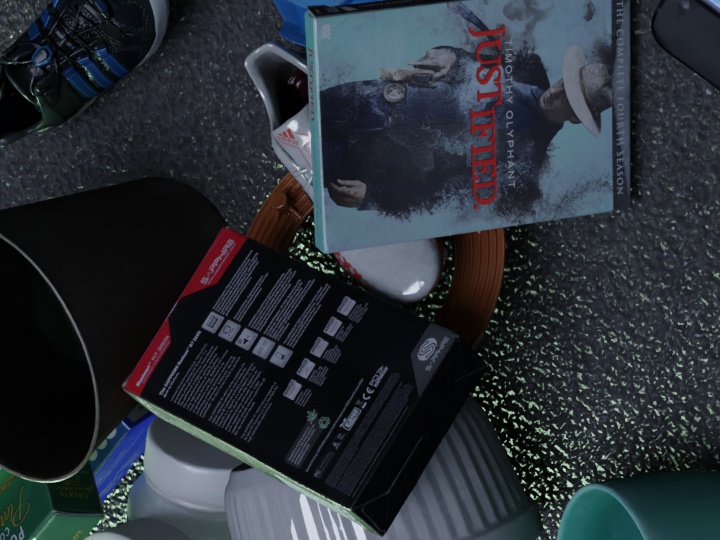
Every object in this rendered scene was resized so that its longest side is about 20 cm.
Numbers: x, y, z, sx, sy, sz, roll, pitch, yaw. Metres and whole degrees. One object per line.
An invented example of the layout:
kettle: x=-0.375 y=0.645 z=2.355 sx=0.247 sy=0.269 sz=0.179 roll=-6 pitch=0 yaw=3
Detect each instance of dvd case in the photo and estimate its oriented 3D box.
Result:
dvd case: x=0.066 y=-0.093 z=1.415 sx=0.022 sy=0.199 sz=0.146 roll=-140 pitch=45 yaw=-63

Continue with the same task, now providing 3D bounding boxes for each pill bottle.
pill bottle: x=-0.110 y=0.201 z=1.668 sx=0.113 sy=0.113 sz=0.201 roll=20 pitch=119 yaw=22

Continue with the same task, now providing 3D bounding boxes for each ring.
ring: x=0.000 y=0.000 z=1.509 sx=0.200 sy=0.019 sz=0.201 roll=-12 pitch=65 yaw=27

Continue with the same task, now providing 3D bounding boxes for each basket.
basket: x=-0.179 y=0.021 z=1.582 sx=0.136 sy=0.200 sz=0.181 roll=-25 pitch=94 yaw=35

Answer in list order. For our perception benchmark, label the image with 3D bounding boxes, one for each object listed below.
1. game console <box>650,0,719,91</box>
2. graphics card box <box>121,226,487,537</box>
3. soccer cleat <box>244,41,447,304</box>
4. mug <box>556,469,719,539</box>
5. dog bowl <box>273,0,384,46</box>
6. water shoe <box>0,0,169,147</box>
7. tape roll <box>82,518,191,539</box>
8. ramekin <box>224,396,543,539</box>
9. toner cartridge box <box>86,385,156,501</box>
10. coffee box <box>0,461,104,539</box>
game console: x=0.252 y=-0.148 z=1.311 sx=0.172 sy=0.119 sz=0.200 roll=38 pitch=123 yaw=12
graphics card box: x=-0.036 y=0.064 z=1.455 sx=0.200 sy=0.126 sz=0.051 roll=23 pitch=165 yaw=37
soccer cleat: x=-0.013 y=-0.061 z=1.476 sx=0.069 sy=0.085 sz=0.200 roll=-37 pitch=56 yaw=15
mug: x=0.207 y=0.209 z=1.453 sx=0.185 sy=0.114 sz=0.152 roll=-116 pitch=30 yaw=-42
dog bowl: x=-0.057 y=-0.218 z=1.506 sx=0.200 sy=0.050 sz=0.112 roll=28 pitch=121 yaw=19
water shoe: x=-0.191 y=-0.140 z=1.573 sx=0.072 sy=0.079 sz=0.200 roll=48 pitch=141 yaw=3
tape roll: x=-0.134 y=0.265 z=1.593 sx=0.203 sy=0.037 sz=0.203 roll=22 pitch=118 yaw=47
ramekin: x=0.008 y=0.151 z=1.534 sx=0.200 sy=0.200 sz=0.105 roll=-19 pitch=90 yaw=34
toner cartridge box: x=-0.199 y=0.140 z=1.708 sx=0.043 sy=0.095 sz=0.200 roll=46 pitch=124 yaw=8
coffee box: x=-0.243 y=0.118 z=1.650 sx=0.123 sy=0.044 sz=0.200 roll=-49 pitch=47 yaw=35
